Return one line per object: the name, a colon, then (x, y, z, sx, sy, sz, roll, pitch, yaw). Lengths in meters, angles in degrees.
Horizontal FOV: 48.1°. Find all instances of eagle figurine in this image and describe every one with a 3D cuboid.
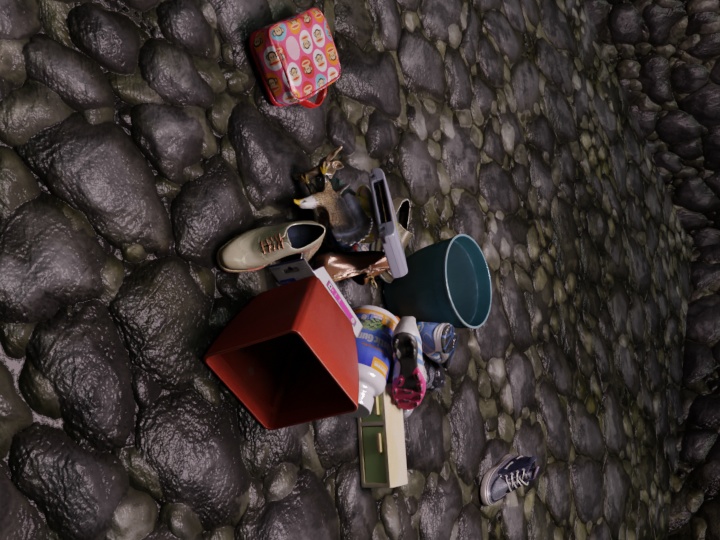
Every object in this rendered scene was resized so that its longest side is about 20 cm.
eagle figurine: (-0.068, -0.109, 1.542, 0.149, 0.152, 0.203, -12, 72, -15)

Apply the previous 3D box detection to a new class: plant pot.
plant pot: (0.159, 0.036, 1.767, 0.199, 0.186, 0.203, 18, 67, -51)
plant pot: (-0.116, 0.128, 1.389, 0.201, 0.198, 0.178, 54, 33, -31)

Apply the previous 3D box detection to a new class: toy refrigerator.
toy refrigerator: (0.040, 0.333, 1.632, 0.070, 0.075, 0.204, 8, 76, -52)

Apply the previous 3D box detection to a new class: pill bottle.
pill bottle: (0.005, 0.180, 1.590, 0.112, 0.111, 0.202, 44, 48, -38)

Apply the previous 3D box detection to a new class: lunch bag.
lunch bag: (-0.118, -0.408, 1.588, 0.200, 0.081, 0.178, -42, 116, -50)

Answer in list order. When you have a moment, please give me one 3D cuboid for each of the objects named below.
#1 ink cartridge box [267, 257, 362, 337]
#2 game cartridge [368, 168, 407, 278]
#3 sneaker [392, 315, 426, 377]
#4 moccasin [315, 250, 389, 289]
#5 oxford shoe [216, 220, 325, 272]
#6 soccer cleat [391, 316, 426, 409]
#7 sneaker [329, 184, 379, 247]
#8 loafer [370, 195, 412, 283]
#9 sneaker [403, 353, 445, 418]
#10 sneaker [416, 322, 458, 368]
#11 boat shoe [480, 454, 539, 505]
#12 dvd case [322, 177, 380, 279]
ink cartridge box: (-0.083, 0.051, 1.515, 0.201, 0.094, 0.037, 56, 43, -29)
game cartridge: (0.055, -0.090, 1.587, 0.134, 0.040, 0.202, 75, 4, -46)
sneaker: (0.076, 0.179, 1.703, 0.112, 0.077, 0.201, 42, 24, -31)
moccasin: (0.001, 0.000, 1.632, 0.199, 0.073, 0.079, -4, 91, -39)
oxford shoe: (-0.155, -0.050, 1.405, 0.198, 0.074, 0.072, -21, 89, -21)
soccer cleat: (0.098, 0.182, 1.593, 0.087, 0.069, 0.203, -72, 162, -55)
sneaker: (-0.018, -0.108, 1.633, 0.201, 0.104, 0.077, -93, 160, -65)
loafer: (0.071, -0.074, 1.739, 0.075, 0.069, 0.203, 25, 62, -48)
sneaker: (0.133, 0.252, 1.774, 0.114, 0.075, 0.202, 46, 45, -33)
sneaker: (0.163, 0.151, 1.721, 0.201, 0.076, 0.077, 67, 41, -63)
boat shoe: (0.378, 0.522, 2.027, 0.199, 0.092, 0.076, -34, 109, -51)
dvd case: (-0.009, -0.087, 1.710, 0.199, 0.022, 0.148, 34, 56, -44)
